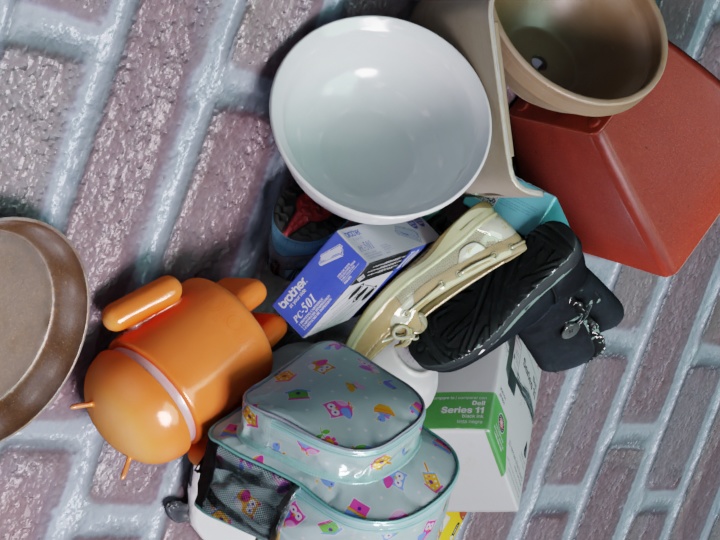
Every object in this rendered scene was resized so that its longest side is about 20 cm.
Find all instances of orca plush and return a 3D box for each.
[{"bbox_3d":[-0.139,0.185,1.696,0.105,0.071,0.200,-18,134,14],"label":"orca plush"}]

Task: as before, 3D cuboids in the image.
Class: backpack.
[{"bbox_3d":[-0.016,0.167,1.537,0.176,0.200,0.154,-32,151,-51],"label":"backpack"}]

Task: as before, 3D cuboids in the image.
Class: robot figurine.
[{"bbox_3d":[-0.157,0.084,1.556,0.200,0.116,0.144,-42,153,-27],"label":"robot figurine"}]

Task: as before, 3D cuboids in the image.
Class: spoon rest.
[{"bbox_3d":[0.046,0.061,1.777,0.099,0.061,0.200,38,42,-14],"label":"spoon rest"}]

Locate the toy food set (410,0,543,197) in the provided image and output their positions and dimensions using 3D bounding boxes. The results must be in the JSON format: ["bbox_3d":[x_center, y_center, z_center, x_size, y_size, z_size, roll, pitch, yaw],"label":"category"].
[{"bbox_3d":[0.113,-0.165,1.660,0.060,0.143,0.201,-12,98,-27],"label":"toy food set"}]

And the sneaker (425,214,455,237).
[{"bbox_3d":[0.123,-0.003,1.783,0.199,0.081,0.086,11,144,-36],"label":"sneaker"}]

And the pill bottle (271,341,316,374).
[{"bbox_3d":[-0.017,0.153,1.760,0.111,0.111,0.200,-60,142,-5],"label":"pill bottle"}]

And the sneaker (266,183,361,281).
[{"bbox_3d":[-0.020,-0.055,1.688,0.200,0.079,0.096,-29,154,-40],"label":"sneaker"}]

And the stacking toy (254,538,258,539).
[{"bbox_3d":[-0.011,0.270,1.786,0.199,0.085,0.086,21,95,-21],"label":"stacking toy"}]

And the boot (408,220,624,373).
[{"bbox_3d":[0.158,0.060,1.759,0.200,0.076,0.168,-39,140,-2],"label":"boot"}]

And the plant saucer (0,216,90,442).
[{"bbox_3d":[-0.302,0.047,1.428,0.200,0.034,0.201,-26,128,-38],"label":"plant saucer"}]

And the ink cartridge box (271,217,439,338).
[{"bbox_3d":[0.000,0.000,1.639,0.094,0.044,0.200,-48,170,19],"label":"ink cartridge box"}]

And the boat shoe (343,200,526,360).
[{"bbox_3d":[0.065,0.024,1.683,0.201,0.063,0.073,-44,171,-7],"label":"boat shoe"}]

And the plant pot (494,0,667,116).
[{"bbox_3d":[0.193,-0.225,1.771,0.200,0.201,0.093,-30,168,-36],"label":"plant pot"}]

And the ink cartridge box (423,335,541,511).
[{"bbox_3d":[0.125,0.127,1.865,0.147,0.083,0.201,67,28,-45],"label":"ink cartridge box"}]

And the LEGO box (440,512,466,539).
[{"bbox_3d":[0.013,0.301,1.907,0.149,0.077,0.201,29,88,-52],"label":"LEGO box"}]

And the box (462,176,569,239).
[{"bbox_3d":[0.165,-0.047,1.834,0.049,0.082,0.200,-60,162,-4],"label":"box"}]

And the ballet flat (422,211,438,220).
[{"bbox_3d":[0.084,-0.114,1.760,0.067,0.070,0.201,13,100,-53],"label":"ballet flat"}]

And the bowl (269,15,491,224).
[{"bbox_3d":[0.011,-0.119,1.609,0.201,0.201,0.090,-43,170,-25],"label":"bowl"}]

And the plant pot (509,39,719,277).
[{"bbox_3d":[0.271,-0.142,1.883,0.200,0.200,0.176,-51,128,-16],"label":"plant pot"}]
